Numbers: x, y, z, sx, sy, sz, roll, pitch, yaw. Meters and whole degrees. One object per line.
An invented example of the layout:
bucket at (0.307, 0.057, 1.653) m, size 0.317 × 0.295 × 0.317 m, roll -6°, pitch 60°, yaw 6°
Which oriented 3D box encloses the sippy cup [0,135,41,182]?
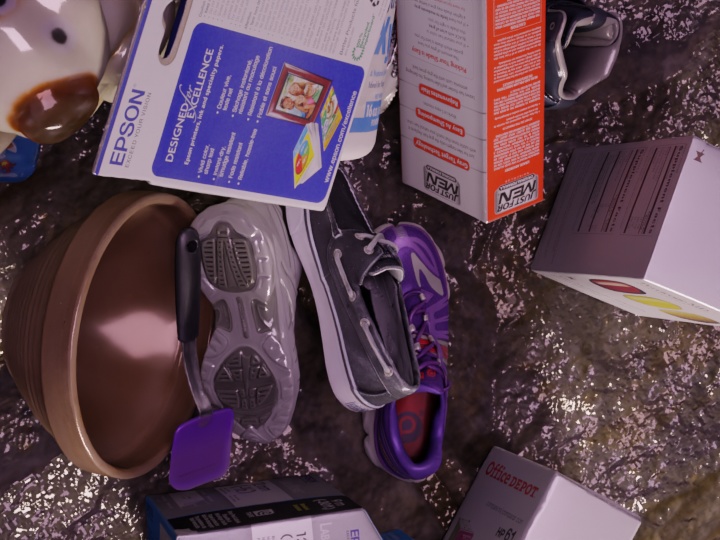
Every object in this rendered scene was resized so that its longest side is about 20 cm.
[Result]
sippy cup at (-0.282, -0.116, 1.033) m, size 0.130 × 0.178 × 0.140 m, roll 7°, pitch 68°, yaw -19°

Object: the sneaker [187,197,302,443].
sneaker at (-0.071, 0.032, 1.130) m, size 0.078 × 0.099 × 0.200 m, roll 8°, pitch 116°, yaw 18°

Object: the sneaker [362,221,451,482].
sneaker at (0.044, 0.062, 1.160) m, size 0.080 × 0.083 × 0.200 m, roll -6°, pitch 92°, yaw -16°

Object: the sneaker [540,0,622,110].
sneaker at (0.128, -0.217, 1.137) m, size 0.077 × 0.146 × 0.203 m, roll -9°, pitch 97°, yaw -33°

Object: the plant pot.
plant pot at (-0.186, 0.039, 1.064) m, size 0.093 × 0.201 × 0.201 m, roll 9°, pitch 89°, yaw 21°

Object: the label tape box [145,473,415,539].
label tape box at (-0.047, 0.192, 1.106) m, size 0.200 × 0.143 × 0.066 m, roll -8°, pitch 95°, yaw -16°

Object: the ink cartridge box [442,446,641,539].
ink cartridge box at (0.110, 0.244, 1.153) m, size 0.085 × 0.145 × 0.200 m, roll 31°, pitch 83°, yaw -13°

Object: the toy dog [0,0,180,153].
toy dog at (-0.194, -0.141, 0.886) m, size 0.194 × 0.200 × 0.140 m, roll -42°, pitch 99°, yaw 5°

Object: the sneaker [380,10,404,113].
sneaker at (-0.001, -0.227, 1.144) m, size 0.099 × 0.070 × 0.201 m, roll 15°, pitch 87°, yaw -14°

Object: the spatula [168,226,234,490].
spatula at (-0.119, 0.065, 1.084) m, size 0.056 × 0.021 × 0.200 m, roll -17°, pitch 112°, yaw -39°

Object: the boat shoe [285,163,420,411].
boat shoe at (0.000, 0.000, 1.112) m, size 0.072 × 0.068 × 0.200 m, roll 6°, pitch 68°, yaw -50°

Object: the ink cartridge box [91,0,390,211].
ink cartridge box at (-0.068, -0.143, 0.914) m, size 0.200 × 0.047 × 0.198 m, roll 8°, pitch 105°, yaw -48°

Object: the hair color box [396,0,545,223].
hair color box at (0.079, -0.147, 1.102) m, size 0.061 × 0.101 × 0.200 m, roll -21°, pitch 124°, yaw -32°

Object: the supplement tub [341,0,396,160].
supplement tub at (-0.041, -0.185, 1.051) m, size 0.132 × 0.132 × 0.200 m, roll 5°, pitch 104°, yaw -16°

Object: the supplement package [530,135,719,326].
supplement package at (0.231, -0.028, 1.150) m, size 0.114 × 0.200 × 0.110 m, roll 21°, pitch 86°, yaw -15°
